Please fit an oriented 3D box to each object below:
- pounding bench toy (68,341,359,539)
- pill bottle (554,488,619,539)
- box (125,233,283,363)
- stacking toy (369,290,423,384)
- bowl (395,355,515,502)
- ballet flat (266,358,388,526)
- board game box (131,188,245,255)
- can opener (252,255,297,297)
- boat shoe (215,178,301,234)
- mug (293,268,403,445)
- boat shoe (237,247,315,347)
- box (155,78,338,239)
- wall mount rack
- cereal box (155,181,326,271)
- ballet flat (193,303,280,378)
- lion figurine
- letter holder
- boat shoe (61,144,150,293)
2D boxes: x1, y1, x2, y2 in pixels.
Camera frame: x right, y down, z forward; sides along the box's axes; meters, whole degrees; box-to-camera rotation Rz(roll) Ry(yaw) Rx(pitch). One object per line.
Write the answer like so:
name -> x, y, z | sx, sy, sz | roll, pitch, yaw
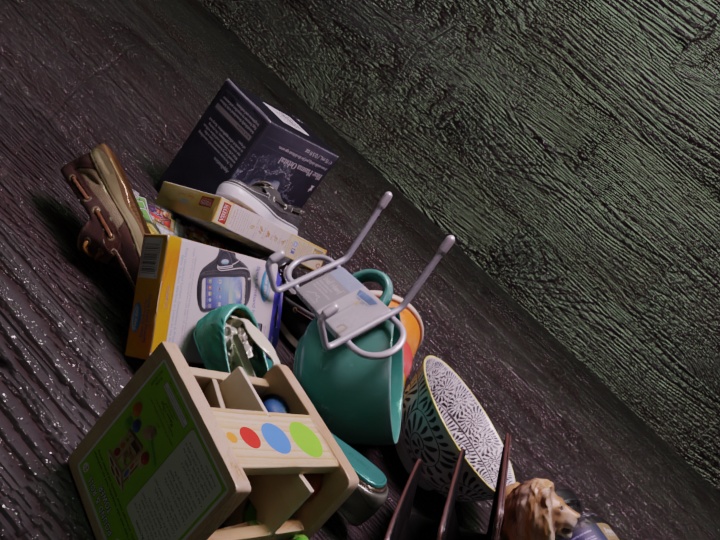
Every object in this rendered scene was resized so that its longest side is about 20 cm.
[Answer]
pounding bench toy -> -0.083, 0.175, 0.507 | 0.155, 0.124, 0.200 | 22, 24, -53
pill bottle -> 0.297, 0.390, 0.904 | 0.111, 0.112, 0.201 | 29, 20, -41
box -> -0.154, 0.039, 0.745 | 0.041, 0.121, 0.199 | 4, -7, 29
stacking toy -> 0.013, 0.139, 0.935 | 0.146, 0.146, 0.201 | 35, 33, -22
bowl -> 0.105, 0.220, 0.899 | 0.201, 0.094, 0.201 | 49, 16, -19
ballet flat -> -0.058, 0.174, 0.706 | 0.200, 0.064, 0.067 | 41, 17, 21
board game box -> -0.213, -0.014, 0.877 | 0.199, 0.023, 0.106 | 32, 36, -34
can opener -> -0.139, 0.034, 0.856 | 0.200, 0.078, 0.064 | -45, 124, -57
boat shoe -> -0.142, -0.096, 1.008 | 0.068, 0.057, 0.200 | 16, -9, 21
mug -> -0.011, 0.109, 0.816 | 0.186, 0.113, 0.153 | -80, 167, -50
boat shoe -> -0.111, 0.030, 0.980 | 0.201, 0.063, 0.073 | 42, 20, 27
box -> -0.170, -0.153, 1.086 | 0.117, 0.201, 0.196 | 45, 15, 25
wall mount rack -> 0.000, 0.000, 0.765 | 0.200, 0.172, 0.075 | 41, -30, 42
cereal box -> -0.160, -0.057, 0.948 | 0.143, 0.040, 0.199 | 17, -8, 42
ballet flat -> -0.098, 0.118, 0.651 | 0.067, 0.070, 0.202 | 6, 54, -54
lion figurine -> 0.173, 0.270, 0.753 | 0.071, 0.124, 0.200 | -2, -3, -2
letter holder -> 0.085, 0.236, 0.677 | 0.099, 0.144, 0.200 | 12, 9, 12
boat shoe -> -0.266, -0.036, 0.750 | 0.072, 0.071, 0.202 | 109, -44, -76
